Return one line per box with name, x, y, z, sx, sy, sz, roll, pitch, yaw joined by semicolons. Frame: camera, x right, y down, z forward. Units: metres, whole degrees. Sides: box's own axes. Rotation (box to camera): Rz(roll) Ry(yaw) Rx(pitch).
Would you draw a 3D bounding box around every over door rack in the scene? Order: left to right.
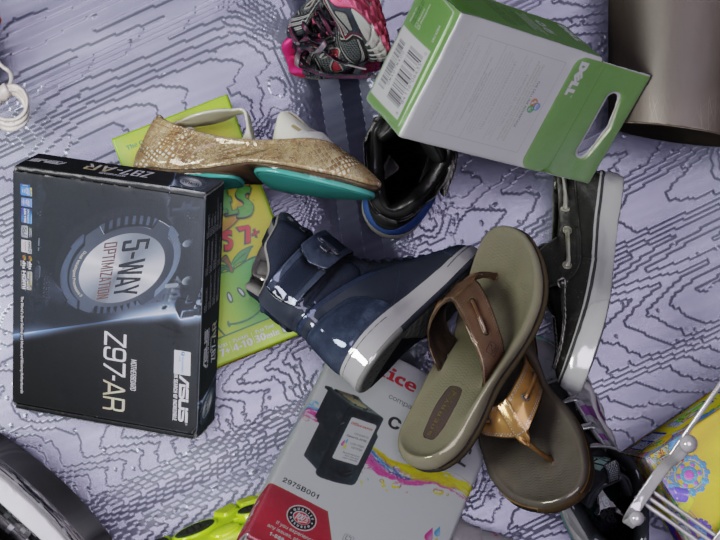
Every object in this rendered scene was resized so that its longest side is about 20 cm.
over door rack;0.305;0.141;1.251;0.147;0.067;0.201;34;87;0

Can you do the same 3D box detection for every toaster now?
toaster;-0.273;0.212;1.319;0.200;0.129;0.114;43;87;2

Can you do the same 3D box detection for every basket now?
basket;0.267;-0.207;1.367;0.178;0.136;0.202;10;89;-13

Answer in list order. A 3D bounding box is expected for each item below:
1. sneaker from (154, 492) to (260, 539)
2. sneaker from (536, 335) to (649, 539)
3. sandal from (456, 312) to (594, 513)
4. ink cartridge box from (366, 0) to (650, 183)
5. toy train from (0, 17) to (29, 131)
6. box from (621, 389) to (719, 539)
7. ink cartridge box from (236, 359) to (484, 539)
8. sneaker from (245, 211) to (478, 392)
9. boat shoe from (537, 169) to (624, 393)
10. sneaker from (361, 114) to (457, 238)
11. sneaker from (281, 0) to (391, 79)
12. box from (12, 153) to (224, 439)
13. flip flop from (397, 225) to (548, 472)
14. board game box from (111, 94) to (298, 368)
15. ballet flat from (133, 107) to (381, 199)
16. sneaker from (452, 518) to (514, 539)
sneaker;-0.096;0.235;1.361;0.198;0.074;0.084;-20;112;-6
sneaker;0.175;0.140;1.330;0.077;0.140;0.201;-29;87;-3
sandal;0.114;0.092;1.287;0.081;0.055;0.202;-26;57;19
ink cartridge box;0.113;-0.140;1.296;0.199;0.059;0.104;11;117;-37
toy train;-0.367;-0.137;1.382;0.198;0.056;0.152;-19;88;0
box;0.344;0.177;1.342;0.192;0.122;0.201;-32;88;-3
ink cartridge box;0.004;0.168;1.307;0.145;0.083;0.201;26;54;0
sneaker;0.000;-0.001;1.337;0.146;0.202;0.077;35;125;17
boat shoe;0.165;0.005;1.356;0.063;0.071;0.201;12;57;1
sneaker;0.054;-0.126;1.362;0.076;0.111;0.202;23;85;0
sneaker;-0.020;-0.183;1.319;0.074;0.200;0.081;-16;83;-5
box;-0.189;0.020;1.326;0.159;0.044;0.202;9;109;13
flip flop;0.077;0.052;1.273;0.058;0.081;0.201;40;70;-37
board game box;-0.118;-0.028;1.382;0.101;0.048;0.202;-21;87;-3
ballet flat;-0.079;-0.093;1.318;0.198;0.071;0.066;5;77;10
sneaker;0.093;0.302;1.350;0.098;0.078;0.202;13;85;-5
